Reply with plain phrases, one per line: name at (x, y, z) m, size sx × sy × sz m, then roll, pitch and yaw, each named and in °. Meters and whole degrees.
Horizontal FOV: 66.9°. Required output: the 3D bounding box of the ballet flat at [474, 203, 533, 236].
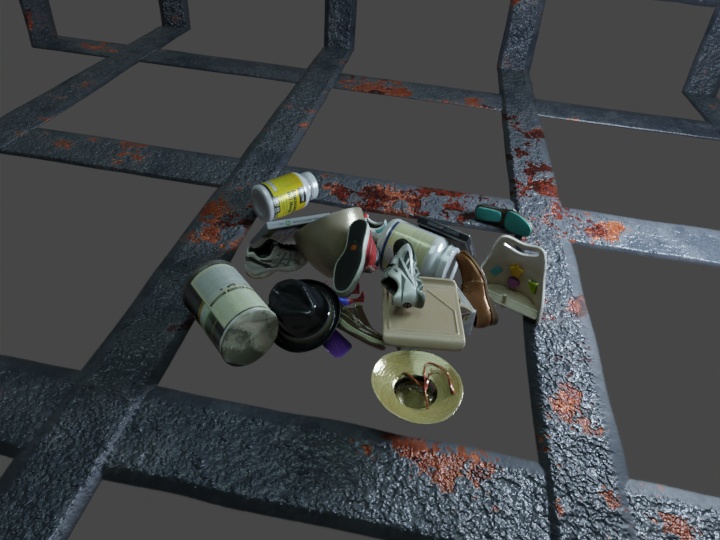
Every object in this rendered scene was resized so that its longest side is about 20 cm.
ballet flat at (0.453, -0.168, 1.703) m, size 0.196 × 0.070 × 0.068 m, roll 27°, pitch 34°, yaw 25°

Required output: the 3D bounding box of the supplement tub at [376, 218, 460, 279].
supplement tub at (0.149, -0.036, 1.436) m, size 0.195 × 0.149 × 0.145 m, roll 24°, pitch 41°, yaw 23°

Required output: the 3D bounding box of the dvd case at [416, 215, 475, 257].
dvd case at (0.238, -0.082, 1.489) m, size 0.147 × 0.200 × 0.025 m, roll 24°, pitch 84°, yaw 21°

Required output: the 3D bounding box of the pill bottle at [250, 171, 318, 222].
pill bottle at (-0.228, -0.231, 1.666) m, size 0.197 × 0.115 × 0.111 m, roll -28°, pitch 48°, yaw -34°

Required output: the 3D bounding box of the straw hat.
straw hat at (0.109, 0.260, 1.109) m, size 0.193 × 0.087 × 0.204 m, roll 8°, pitch 37°, yaw -6°

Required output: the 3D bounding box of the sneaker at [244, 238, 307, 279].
sneaker at (-0.215, -0.045, 1.455) m, size 0.195 × 0.090 × 0.075 m, roll -20°, pitch 42°, yaw -31°

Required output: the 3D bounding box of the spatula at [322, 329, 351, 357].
spatula at (-0.108, 0.136, 1.282) m, size 0.197 × 0.021 × 0.056 m, roll 32°, pitch 50°, yaw 25°

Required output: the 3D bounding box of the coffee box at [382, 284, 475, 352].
coffee box at (0.161, 0.110, 1.306) m, size 0.193 × 0.082 × 0.114 m, roll -11°, pitch 41°, yaw -19°

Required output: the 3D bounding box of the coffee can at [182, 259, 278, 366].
coffee can at (-0.293, 0.092, 1.224) m, size 0.143 × 0.150 × 0.199 m, roll -23°, pitch 45°, yaw -31°

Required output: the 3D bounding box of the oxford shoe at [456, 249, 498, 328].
oxford shoe at (0.275, 0.045, 1.358) m, size 0.069 × 0.072 × 0.206 m, roll -13°, pitch 71°, yaw -16°

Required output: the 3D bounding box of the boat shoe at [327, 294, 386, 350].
boat shoe at (-0.015, 0.112, 1.270) m, size 0.198 × 0.075 × 0.077 m, roll 25°, pitch 82°, yaw 24°

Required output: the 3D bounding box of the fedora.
fedora at (-0.145, 0.084, 1.242) m, size 0.193 × 0.092 × 0.207 m, roll -10°, pitch 57°, yaw 15°

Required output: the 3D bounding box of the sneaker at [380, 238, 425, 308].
sneaker at (0.085, 0.000, 1.245) m, size 0.085 × 0.076 × 0.204 m, roll -2°, pitch 43°, yaw -10°

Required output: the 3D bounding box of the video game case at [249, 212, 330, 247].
video game case at (-0.192, -0.107, 1.467) m, size 0.177 × 0.199 × 0.023 m, roll -12°, pitch 84°, yaw -26°

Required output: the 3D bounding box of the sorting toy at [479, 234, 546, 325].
sorting toy at (0.391, 0.006, 1.380) m, size 0.195 × 0.185 × 0.107 m, roll 24°, pitch 41°, yaw 23°

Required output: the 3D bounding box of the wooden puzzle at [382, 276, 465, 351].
wooden puzzle at (0.137, 0.096, 1.232) m, size 0.178 × 0.038 × 0.204 m, roll 4°, pitch 43°, yaw -1°

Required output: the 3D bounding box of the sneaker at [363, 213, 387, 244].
sneaker at (-0.011, -0.126, 1.573) m, size 0.192 × 0.096 × 0.071 m, roll 9°, pitch 37°, yaw 6°

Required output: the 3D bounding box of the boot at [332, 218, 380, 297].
boot at (0.000, 0.000, 1.333) m, size 0.070 × 0.146 × 0.205 m, roll 3°, pitch 58°, yaw 24°

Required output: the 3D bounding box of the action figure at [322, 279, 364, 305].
action figure at (-0.089, 0.068, 1.362) m, size 0.193 × 0.053 × 0.066 m, roll -12°, pitch 41°, yaw -16°

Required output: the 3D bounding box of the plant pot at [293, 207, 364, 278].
plant pot at (-0.063, -0.061, 1.434) m, size 0.195 × 0.199 × 0.139 m, roll -20°, pitch 85°, yaw -28°
